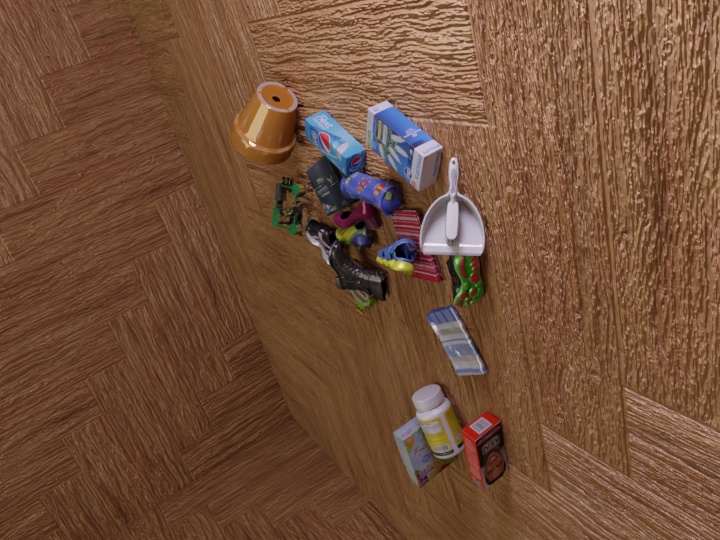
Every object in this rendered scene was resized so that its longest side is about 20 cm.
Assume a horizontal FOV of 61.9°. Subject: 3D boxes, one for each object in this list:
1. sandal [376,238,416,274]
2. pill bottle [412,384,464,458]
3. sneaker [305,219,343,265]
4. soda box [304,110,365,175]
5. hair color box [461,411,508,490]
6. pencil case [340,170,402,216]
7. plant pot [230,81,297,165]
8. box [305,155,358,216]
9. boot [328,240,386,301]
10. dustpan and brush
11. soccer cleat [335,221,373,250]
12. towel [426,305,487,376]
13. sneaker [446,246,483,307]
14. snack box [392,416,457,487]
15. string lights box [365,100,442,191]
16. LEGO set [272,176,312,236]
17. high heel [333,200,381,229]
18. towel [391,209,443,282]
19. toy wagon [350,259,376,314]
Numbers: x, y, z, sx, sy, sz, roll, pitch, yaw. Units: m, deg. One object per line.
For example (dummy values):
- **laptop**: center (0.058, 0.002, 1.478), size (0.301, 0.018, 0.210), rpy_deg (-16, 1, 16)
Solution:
- **sandal**: center (0.100, -0.044, 1.574), size (0.200, 0.079, 0.088), rpy_deg (-158, 82, -71)
- **pill bottle**: center (0.239, 0.461, 1.840), size (0.114, 0.114, 0.201), rpy_deg (-1, 115, 65)
- **sneaker**: center (-0.109, -0.111, 1.999), size (0.200, 0.080, 0.087), rpy_deg (50, 132, 30)
- **soda box**: center (-0.069, -0.346, 1.621), size (0.200, 0.068, 0.064), rpy_deg (47, 154, 31)
- **hair color box**: center (0.348, 0.503, 1.672), size (0.061, 0.101, 0.201), rpy_deg (31, 144, 51)
- **pencil case**: center (0.031, -0.204, 1.563), size (0.087, 0.078, 0.200), rpy_deg (29, -178, -41)
- **plant pot**: center (-0.274, -0.454, 1.804), size (0.201, 0.199, 0.184), rpy_deg (54, 141, 17)
- **box**: center (-0.084, -0.255, 1.780), size (0.159, 0.051, 0.200), rpy_deg (65, 158, -6)
- **boot**: center (0.000, 0.000, 1.835), size (0.173, 0.069, 0.201), rpy_deg (10, 135, 29)
- **dustpan and brush**: center (0.197, -0.135, 1.279), size (0.057, 0.138, 0.202), rpy_deg (12, -99, -77)
- **soccer cleat**: center (-0.016, -0.115, 1.811), size (0.200, 0.064, 0.085), rpy_deg (24, 108, 62)
- **towel**: center (0.256, 0.193, 1.612), size (0.201, 0.024, 0.147), rpy_deg (62, 157, -1)
- **sneaker**: center (0.241, 0.009, 1.390), size (0.084, 0.076, 0.201), rpy_deg (-106, 6, -45)
- **snack box**: center (0.212, 0.573, 1.955), size (0.068, 0.168, 0.201), rpy_deg (15, 131, 58)
- **string lights box**: center (0.095, -0.283, 1.354), size (0.200, 0.059, 0.103), rpy_deg (47, 153, 30)
- **LEGO set**: center (-0.215, -0.219, 2.043), size (0.153, 0.115, 0.202), rpy_deg (7, 102, 39)
- **high heel**: center (-0.023, -0.173, 1.723), size (0.199, 0.067, 0.097), rpy_deg (8, 135, 45)
- **towel**: center (0.144, -0.064, 1.554), size (0.144, 0.022, 0.202), rpy_deg (13, 126, 64)
- **toy wagon**: center (-0.003, 0.060, 1.991), size (0.155, 0.039, 0.201), rpy_deg (40, 150, 42)
